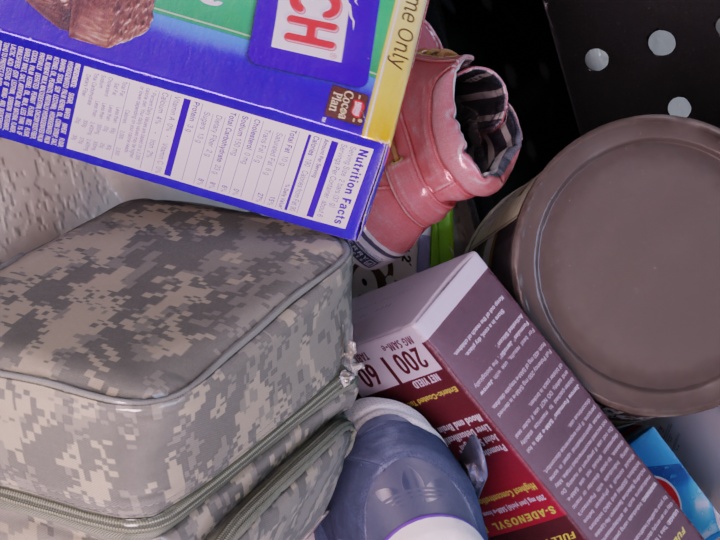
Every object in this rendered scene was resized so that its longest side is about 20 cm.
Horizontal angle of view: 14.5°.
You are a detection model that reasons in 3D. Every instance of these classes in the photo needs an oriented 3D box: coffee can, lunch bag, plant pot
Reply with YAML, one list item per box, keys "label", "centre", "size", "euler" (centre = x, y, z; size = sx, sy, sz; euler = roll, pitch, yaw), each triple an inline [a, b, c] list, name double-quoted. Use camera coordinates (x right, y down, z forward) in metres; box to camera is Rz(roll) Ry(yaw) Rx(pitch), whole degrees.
- label: "coffee can"
  centre: [0.135, 0.007, 1.459]
  size: [0.200, 0.146, 0.147]
  euler: [136, -53, -82]
- label: "lunch bag"
  centre: [-0.089, 0.079, 1.199]
  size: [0.200, 0.139, 0.168]
  euler: [-40, 137, -55]
- label: "plant pot"
  centre: [0.162, -0.115, 1.641]
  size: [0.177, 0.199, 0.200]
  euler: [-48, 123, -70]

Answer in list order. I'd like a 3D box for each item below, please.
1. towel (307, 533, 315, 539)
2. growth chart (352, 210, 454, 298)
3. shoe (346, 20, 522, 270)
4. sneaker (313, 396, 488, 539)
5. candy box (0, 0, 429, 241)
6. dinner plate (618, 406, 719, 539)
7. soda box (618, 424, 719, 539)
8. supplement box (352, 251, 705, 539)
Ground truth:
- label: "towel"
  centre: [0.004, 0.142, 1.392]
  size: [0.146, 0.030, 0.200]
  euler: [35, 54, -26]
- label: "growth chart"
  centre: [0.000, 0.000, 1.485]
  size: [0.200, 0.018, 0.145]
  euler: [9, 75, -58]
- label: "shoe"
  centre: [0.039, -0.085, 1.471]
  size: [0.071, 0.091, 0.200]
  euler: [47, 30, -24]
- label: "sneaker"
  centre: [0.026, 0.155, 1.334]
  size: [0.147, 0.080, 0.200]
  euler: [-115, -166, -53]
- label: "candy box"
  centre: [-0.071, -0.123, 1.223]
  size: [0.077, 0.199, 0.169]
  euler: [112, -7, -54]
- label: "dinner plate"
  centre: [0.187, 0.094, 1.627]
  size: [0.024, 0.200, 0.201]
  euler: [-23, 103, -27]
- label: "soda box"
  centre: [0.146, 0.127, 1.529]
  size: [0.068, 0.064, 0.200]
  euler: [54, -1, 3]
- label: "supplement box"
  centre: [0.069, 0.095, 1.371]
  size: [0.200, 0.109, 0.061]
  euler: [50, 54, -13]
